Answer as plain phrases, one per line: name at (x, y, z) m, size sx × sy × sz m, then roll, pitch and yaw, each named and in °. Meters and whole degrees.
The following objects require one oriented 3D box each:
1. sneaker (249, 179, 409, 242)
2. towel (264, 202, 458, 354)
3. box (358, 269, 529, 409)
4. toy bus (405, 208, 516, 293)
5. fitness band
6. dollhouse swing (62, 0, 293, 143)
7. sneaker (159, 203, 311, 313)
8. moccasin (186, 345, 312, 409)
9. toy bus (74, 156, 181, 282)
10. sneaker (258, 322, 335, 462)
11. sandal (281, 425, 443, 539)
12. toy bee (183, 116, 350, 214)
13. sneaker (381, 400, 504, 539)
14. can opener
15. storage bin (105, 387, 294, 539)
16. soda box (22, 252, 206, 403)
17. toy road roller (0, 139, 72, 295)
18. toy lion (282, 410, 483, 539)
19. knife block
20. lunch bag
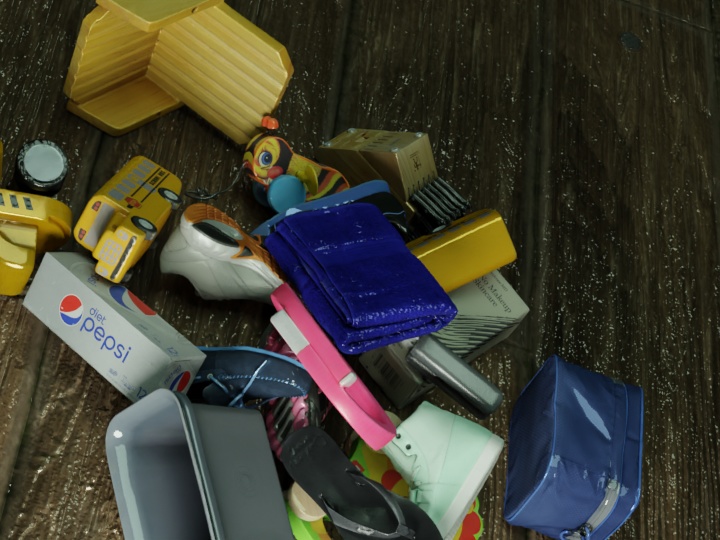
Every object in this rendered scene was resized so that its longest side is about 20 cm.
sneaker at (-0.039, -0.036, 1.797) m, size 0.198 × 0.070 × 0.078 m, roll -24°, pitch 61°, yaw -11°
towel at (0.000, 0.000, 1.675) m, size 0.146 × 0.050 × 0.200 m, roll -15°, pitch 44°, yaw -23°
box at (0.099, 0.075, 1.808) m, size 0.199 × 0.069 × 0.082 m, roll -32°, pitch 75°, yaw -36°
toy bus at (0.075, -0.001, 1.795) m, size 0.198 × 0.078 × 0.066 m, roll -25°, pitch 101°, yaw -8°
fitness band at (-0.031, 0.097, 1.596) m, size 0.037 × 0.144 × 0.201 m, roll -38°, pitch 65°, yaw 1°
dollhouse swing at (-0.211, -0.219, 1.793) m, size 0.181 × 0.200 × 0.176 m, roll -32°, pitch 74°, yaw -37°
sneaker at (-0.136, 0.004, 1.738) m, size 0.199 × 0.092 × 0.076 m, roll 31°, pitch 30°, yaw -25°
moccasin at (-0.141, 0.124, 1.629) m, size 0.198 × 0.081 × 0.069 m, roll -1°, pitch 58°, yaw 30°
toy bus at (-0.251, -0.058, 1.684) m, size 0.078 × 0.065 × 0.200 m, roll 32°, pitch 21°, yaw -3°
sneaker at (-0.053, 0.133, 1.692) m, size 0.095 × 0.079 × 0.201 m, roll 22°, pitch 40°, yaw -28°
sandal at (-0.003, 0.235, 1.555) m, size 0.199 × 0.043 × 0.076 m, roll 37°, pitch 76°, yaw 15°
toy bee at (-0.092, -0.121, 1.823) m, size 0.130 × 0.110 × 0.199 m, roll 21°, pitch 12°, yaw 41°
sneaker at (0.052, 0.233, 1.616) m, size 0.117 × 0.074 × 0.201 m, roll 29°, pitch 69°, yaw 12°
can opener at (0.078, 0.082, 1.709) m, size 0.200 × 0.053 × 0.066 m, roll 43°, pitch 71°, yaw 4°
storage bin at (-0.157, 0.230, 1.545) m, size 0.134 × 0.145 × 0.202 m, roll 6°, pitch 61°, yaw -47°
soda box at (-0.257, 0.061, 1.614) m, size 0.199 × 0.069 × 0.063 m, roll 37°, pitch 17°, yaw 25°
toy road roller at (-0.405, -0.060, 1.647) m, size 0.198 × 0.123 × 0.147 m, roll 9°, pitch 64°, yaw -19°
toy lion at (0.032, 0.264, 1.654) m, size 0.200 × 0.069 × 0.192 m, roll -36°, pitch 83°, yaw -38°
knife block at (0.048, -0.080, 1.913) m, size 0.199 × 0.177 × 0.064 m, roll 9°, pitch 31°, yaw 44°
lunch bag at (0.247, 0.212, 1.732) m, size 0.131 × 0.136 × 0.201 m, roll 18°, pitch 52°, yaw -11°
